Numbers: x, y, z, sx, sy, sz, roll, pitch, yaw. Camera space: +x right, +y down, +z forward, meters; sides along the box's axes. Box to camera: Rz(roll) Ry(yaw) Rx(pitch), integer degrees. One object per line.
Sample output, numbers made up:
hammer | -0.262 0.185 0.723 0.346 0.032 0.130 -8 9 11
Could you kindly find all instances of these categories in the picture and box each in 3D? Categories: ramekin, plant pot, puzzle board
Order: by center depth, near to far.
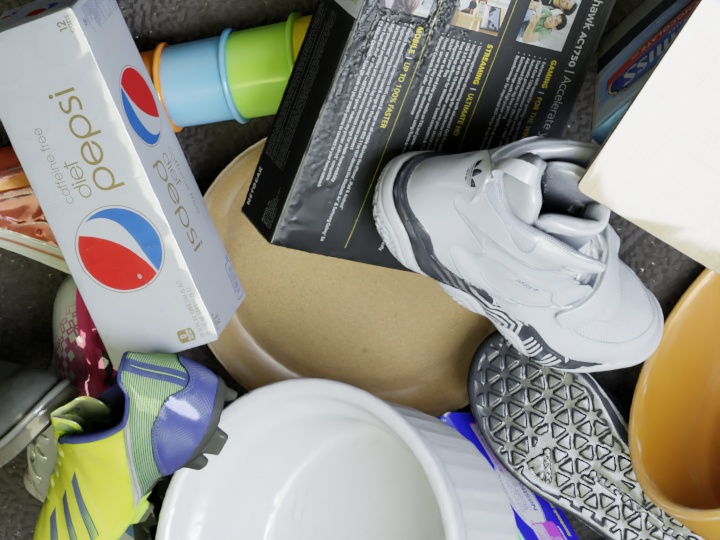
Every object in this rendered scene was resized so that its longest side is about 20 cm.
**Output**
puzzle board | 0.222 -0.086 1.444 0.150 0.017 0.200 30 106 -10
plant pot | 0.280 0.092 1.601 0.183 0.201 0.200 37 116 -28
ramekin | -0.008 0.163 1.627 0.200 0.098 0.201 -4 82 32
plant pot | 0.000 0.000 1.674 0.199 0.028 0.201 4 117 7

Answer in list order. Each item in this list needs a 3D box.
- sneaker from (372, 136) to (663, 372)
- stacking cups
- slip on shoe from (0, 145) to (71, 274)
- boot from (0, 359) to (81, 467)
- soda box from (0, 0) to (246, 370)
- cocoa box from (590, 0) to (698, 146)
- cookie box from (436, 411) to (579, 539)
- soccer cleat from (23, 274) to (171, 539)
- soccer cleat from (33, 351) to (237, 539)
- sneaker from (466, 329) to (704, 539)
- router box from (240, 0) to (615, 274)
sneaker | 0.110 -0.007 1.527 0.200 0.075 0.115 31 154 -32
stacking cups | -0.087 -0.105 1.614 0.199 0.061 0.061 -9 115 12
slip on shoe | -0.200 -0.047 1.657 0.199 0.074 0.061 20 105 -6
boot | -0.264 0.025 1.662 0.200 0.073 0.182 54 148 -11
soda box | -0.136 -0.052 1.588 0.068 0.064 0.201 -18 106 19
cocoa box | 0.235 -0.113 1.526 0.133 0.131 0.200 44 114 -14
cookie box | 0.035 0.206 1.700 0.200 0.075 0.172 -40 69 23
soccer cleat | -0.167 0.094 1.720 0.086 0.070 0.201 -4 114 16
soccer cleat | -0.143 0.101 1.624 0.083 0.065 0.200 25 140 -19
sneaker | 0.138 0.111 1.679 0.200 0.083 0.072 45 98 -4
router box | 0.039 -0.098 1.555 0.149 0.051 0.201 12 110 -30
